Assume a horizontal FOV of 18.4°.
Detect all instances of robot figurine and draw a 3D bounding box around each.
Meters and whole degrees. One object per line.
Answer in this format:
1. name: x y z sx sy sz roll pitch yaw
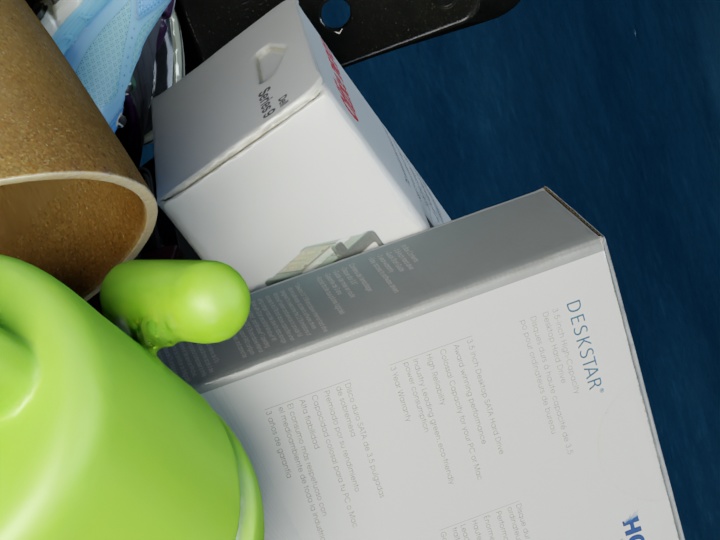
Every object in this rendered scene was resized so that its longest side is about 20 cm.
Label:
1. robot figurine: -0.104 0.069 0.689 0.176 0.115 0.200 -66 149 -15

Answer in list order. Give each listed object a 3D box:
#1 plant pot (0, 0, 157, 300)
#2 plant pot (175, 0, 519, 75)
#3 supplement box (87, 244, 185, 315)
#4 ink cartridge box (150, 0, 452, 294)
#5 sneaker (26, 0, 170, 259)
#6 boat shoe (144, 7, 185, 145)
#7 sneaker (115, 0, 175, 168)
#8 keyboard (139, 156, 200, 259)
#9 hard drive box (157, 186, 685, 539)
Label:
1. plant pot: -0.190 -0.072 0.737 0.200 0.186 0.186 66 17 14
2. plant pot: -0.030 -0.185 1.117 0.177 0.200 0.200 -93 163 -73
3. supplement box: -0.088 0.097 0.960 0.086 0.110 0.200 -82 151 -47
4. ink cartridge box: 0.000 0.000 0.943 0.200 0.084 0.146 54 7 -20
5. sneaker: -0.120 -0.038 0.871 0.090 0.200 0.078 30 0 -18
6. boat shoe: -0.142 -0.151 1.045 0.062 0.074 0.200 -23 94 -65
7. sneaker: -0.111 -0.106 0.977 0.088 0.074 0.201 -141 -127 -70
8. keyboard: -0.088 0.014 1.075 0.200 0.021 0.127 -108 177 -49
9. hard drive box: 0.010 0.079 0.846 0.077 0.200 0.156 -126 -161 -69
